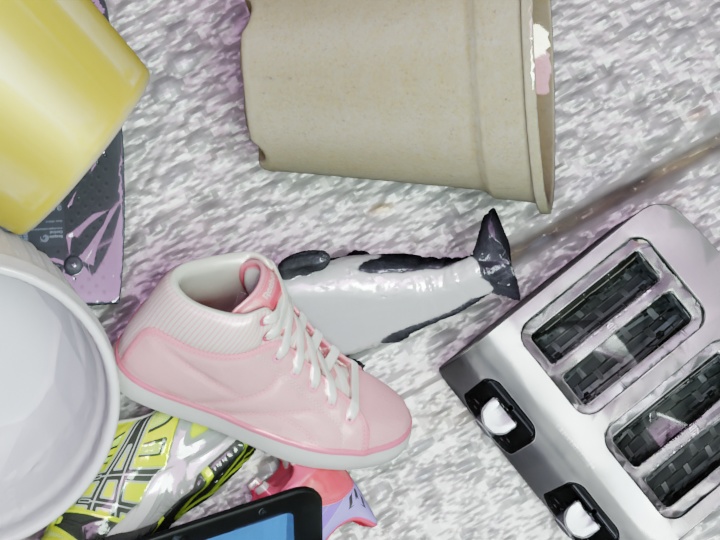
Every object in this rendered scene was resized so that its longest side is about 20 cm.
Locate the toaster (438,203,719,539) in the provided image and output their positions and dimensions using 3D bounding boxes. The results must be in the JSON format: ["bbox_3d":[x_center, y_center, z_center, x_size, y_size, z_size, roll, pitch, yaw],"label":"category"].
[{"bbox_3d":[0.179,0.072,1.652,0.200,0.119,0.181,-38,87,-7],"label":"toaster"}]

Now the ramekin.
[{"bbox_3d":[-0.250,0.063,1.599,0.200,0.105,0.201,-5,116,-11],"label":"ramekin"}]

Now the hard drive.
[{"bbox_3d":[-0.218,-0.073,1.683,0.135,0.042,0.200,-3,83,-4],"label":"hard drive"}]

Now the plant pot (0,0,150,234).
[{"bbox_3d":[-0.238,-0.127,1.579,0.189,0.201,0.201,40,82,-13],"label":"plant pot"}]

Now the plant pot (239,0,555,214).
[{"bbox_3d":[0.025,-0.133,1.644,0.183,0.200,0.201,-2,83,8],"label":"plant pot"}]

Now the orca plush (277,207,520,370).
[{"bbox_3d":[0.000,0.000,1.670,0.200,0.071,0.105,-25,126,21],"label":"orca plush"}]

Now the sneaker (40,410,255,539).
[{"bbox_3d":[-0.154,0.141,1.652,0.200,0.075,0.076,-40,79,-18],"label":"sneaker"}]

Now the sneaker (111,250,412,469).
[{"bbox_3d":[-0.046,0.053,1.619,0.200,0.075,0.105,18,127,-16],"label":"sneaker"}]

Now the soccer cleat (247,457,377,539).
[{"bbox_3d":[-0.078,0.197,1.650,0.200,0.067,0.076,-45,98,-8],"label":"soccer cleat"}]

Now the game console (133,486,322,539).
[{"bbox_3d":[-0.091,0.252,1.573,0.200,0.116,0.176,-16,69,-24],"label":"game console"}]
